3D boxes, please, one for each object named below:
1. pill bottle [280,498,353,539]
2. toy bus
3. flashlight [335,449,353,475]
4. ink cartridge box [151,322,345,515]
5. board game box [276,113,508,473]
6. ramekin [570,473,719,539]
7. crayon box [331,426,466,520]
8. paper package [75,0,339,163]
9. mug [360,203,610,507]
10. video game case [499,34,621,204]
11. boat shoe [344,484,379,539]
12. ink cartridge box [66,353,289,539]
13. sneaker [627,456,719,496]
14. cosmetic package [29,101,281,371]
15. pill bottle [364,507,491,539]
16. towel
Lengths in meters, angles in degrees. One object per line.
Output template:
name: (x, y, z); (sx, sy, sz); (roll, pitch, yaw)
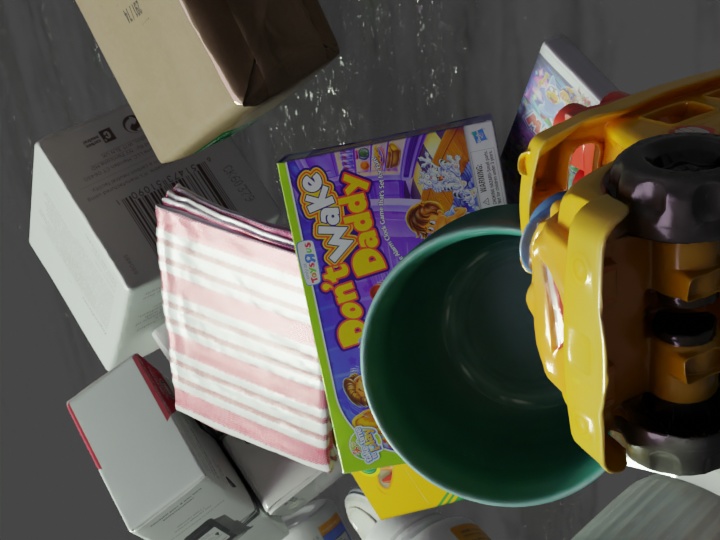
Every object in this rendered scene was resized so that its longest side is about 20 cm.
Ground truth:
pill bottle: (-0.032, 0.352, 1.353); (0.201, 0.112, 0.112); (63, 154, 0)
toy bus: (0.136, -0.024, 0.581); (0.192, 0.199, 0.137); (38, 140, 50)
flashlight: (-0.051, 0.134, 1.119); (0.198, 0.068, 0.068); (14, 172, 15)
ink cartridge box: (-0.099, 0.127, 1.232); (0.201, 0.084, 0.145); (55, 179, 13)
board game box: (0.035, 0.016, 0.804); (0.045, 0.133, 0.202); (-67, -35, -78)
ramekin: (0.203, 0.209, 0.744); (0.200, 0.105, 0.201); (40, 160, 18)
crayon box: (0.035, 0.066, 0.908); (0.172, 0.058, 0.201); (-25, 99, 42)
paper package: (-0.127, -0.200, 0.991); (0.192, 0.103, 0.200); (64, 153, -4)
mug: (0.101, 0.045, 0.713); (0.184, 0.114, 0.153); (20, 105, 11)
video game case: (0.135, -0.025, 0.780); (0.143, 0.018, 0.201); (51, 152, 22)
boat shoe: (0.037, 0.272, 1.193); (0.200, 0.070, 0.071); (38, 146, 40)
ink cartridge box: (-0.162, 0.184, 1.172); (0.146, 0.083, 0.200); (53, 180, 31)
sneaker: (0.193, 0.074, 0.731); (0.199, 0.073, 0.083); (11, 103, 58)
cosmetic package: (-0.199, -0.040, 1.210); (0.166, 0.164, 0.200); (55, 152, 13)
pill bottle: (0.090, 0.281, 1.059); (0.200, 0.109, 0.110); (43, 149, 34)
towel: (-0.077, 0.045, 0.927); (0.145, 0.030, 0.201); (20, 128, 27)
